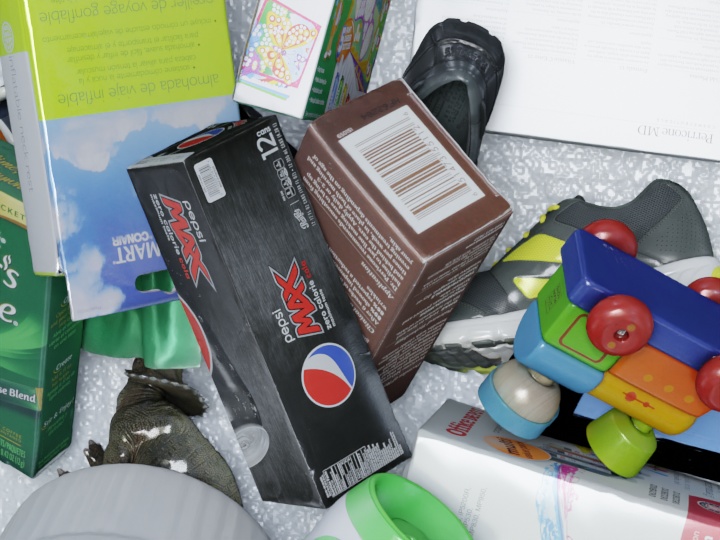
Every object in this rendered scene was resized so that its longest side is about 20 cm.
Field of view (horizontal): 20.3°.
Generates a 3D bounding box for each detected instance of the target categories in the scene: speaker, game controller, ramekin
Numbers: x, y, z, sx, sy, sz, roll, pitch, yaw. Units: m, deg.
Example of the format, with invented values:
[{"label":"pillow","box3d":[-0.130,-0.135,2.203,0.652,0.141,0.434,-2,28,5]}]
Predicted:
[{"label":"speaker","box3d":[-0.025,0.202,1.052,0.088,0.088,0.200,40,108,6]},{"label":"game controller","box3d":[0.180,0.065,1.134,0.199,0.042,0.105,15,129,-14]},{"label":"ramekin","box3d":[-0.134,0.209,1.169,0.199,0.098,0.202,4,123,6]}]

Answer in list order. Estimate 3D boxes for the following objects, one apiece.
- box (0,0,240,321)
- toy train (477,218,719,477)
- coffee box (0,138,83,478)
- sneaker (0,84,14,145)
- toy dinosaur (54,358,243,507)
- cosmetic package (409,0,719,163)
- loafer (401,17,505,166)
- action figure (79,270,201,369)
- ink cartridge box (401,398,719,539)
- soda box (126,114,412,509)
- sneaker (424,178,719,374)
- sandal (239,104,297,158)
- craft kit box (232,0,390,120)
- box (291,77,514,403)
[{"label":"box","box3d":[-0.126,-0.082,1.085,0.121,0.048,0.202,-11,97,-29]},{"label":"toy train","box3d":[0.169,0.068,1.078,0.199,0.085,0.116,27,121,-18]},{"label":"coffee box","box3d":[-0.221,0.014,1.180,0.122,0.044,0.201,28,130,18]},{"label":"sneaker","box3d":[-0.170,-0.093,1.211,0.199,0.079,0.079,-35,85,7]},{"label":"toy dinosaur","box3d":[-0.115,0.131,1.210,0.102,0.077,0.201,-27,83,21]},{"label":"cosmetic package","box3d":[0.132,-0.149,1.171,0.198,0.052,0.152,8,91,9]},{"label":"loafer","box3d":[0.027,-0.050,1.149,0.068,0.071,0.201,21,125,-2]},{"label":"action figure","box3d":[-0.136,-0.050,1.158,0.117,0.055,0.202,6,107,35]},{"label":"ink cartridge box","box3d":[0.112,0.175,1.137,0.199,0.145,0.146,16,95,8]},{"label":"soda box","box3d":[-0.048,0.023,1.063,0.063,0.071,0.201,-28,104,-31]},{"label":"sneaker","box3d":[0.113,0.004,1.179,0.199,0.074,0.085,-13,70,10]},{"label":"sandal","box3d":[-0.087,-0.079,1.184,0.076,0.043,0.201,-40,105,-11]},{"label":"craft kit box","box3d":[-0.009,-0.181,1.120,0.048,0.200,0.199,13,95,7]},{"label":"box","box3d":[0.000,0.000,1.105,0.075,0.200,0.100,-29,71,-34]}]
